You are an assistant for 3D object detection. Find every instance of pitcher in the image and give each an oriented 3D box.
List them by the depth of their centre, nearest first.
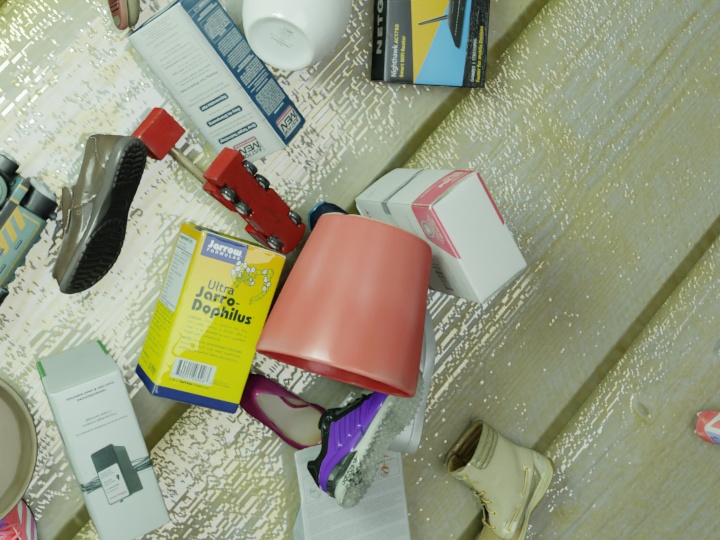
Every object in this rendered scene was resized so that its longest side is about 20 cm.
[{"bbox_3d":[-0.084,-0.342,1.112,0.171,0.121,0.200,26,57,-11],"label":"pitcher"}]

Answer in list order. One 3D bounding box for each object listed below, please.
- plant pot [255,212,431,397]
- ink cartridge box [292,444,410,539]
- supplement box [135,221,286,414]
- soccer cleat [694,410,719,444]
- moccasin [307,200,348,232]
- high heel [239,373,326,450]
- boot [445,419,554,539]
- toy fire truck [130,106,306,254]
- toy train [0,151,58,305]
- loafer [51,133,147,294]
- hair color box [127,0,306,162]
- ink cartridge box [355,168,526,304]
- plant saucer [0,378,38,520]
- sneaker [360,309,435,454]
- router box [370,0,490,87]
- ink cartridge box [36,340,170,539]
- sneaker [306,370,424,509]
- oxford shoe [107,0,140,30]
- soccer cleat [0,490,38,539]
[{"bbox_3d":[-0.005,0.039,1.124,0.200,0.200,0.178,22,78,-25],"label":"plant pot"},{"bbox_3d":[-0.017,0.317,1.305,0.162,0.050,0.201,-12,100,-27],"label":"ink cartridge box"},{"bbox_3d":[-0.183,0.055,1.155,0.109,0.109,0.201,17,92,-25],"label":"supplement box"},{"bbox_3d":[0.642,0.260,1.569,0.199,0.076,0.067,4,97,-24],"label":"soccer cleat"},{"bbox_3d":[0.000,0.000,1.248,0.080,0.068,0.200,-47,113,-10],"label":"moccasin"},{"bbox_3d":[-0.079,0.194,1.232,0.200,0.096,0.067,44,81,-23],"label":"high heel"},{"bbox_3d":[0.178,0.331,1.381,0.155,0.073,0.200,33,84,-25],"label":"boot"},{"bbox_3d":[-0.166,-0.104,1.136,0.049,0.141,0.200,-54,130,-15],"label":"toy fire truck"},{"bbox_3d":[-0.423,-0.031,1.057,0.114,0.085,0.200,37,81,-37],"label":"toy train"},{"bbox_3d":[-0.312,-0.069,1.111,0.200,0.071,0.073,-66,160,6],"label":"loafer"},{"bbox_3d":[-0.165,-0.222,1.115,0.200,0.100,0.061,53,43,-22],"label":"hair color box"},{"bbox_3d":[0.097,-0.050,1.211,0.083,0.200,0.147,-38,112,-17],"label":"ink cartridge box"},{"bbox_3d":[-0.469,0.204,1.080,0.199,0.029,0.201,1,87,-17],"label":"plant saucer"},{"bbox_3d":[0.048,0.139,1.278,0.084,0.073,0.201,12,75,-14],"label":"sneaker"},{"bbox_3d":[0.093,-0.341,1.239,0.149,0.051,0.201,-2,100,-22],"label":"router box"},{"bbox_3d":[-0.300,0.200,1.110,0.083,0.147,0.201,-20,107,-20],"label":"ink cartridge box"},{"bbox_3d":[-0.003,0.192,1.216,0.200,0.099,0.070,-57,144,-8],"label":"sneaker"},{"bbox_3d":[-0.249,-0.372,1.077,0.075,0.070,0.201,-2,101,-29],"label":"oxford shoe"},{"bbox_3d":[-0.407,0.343,1.127,0.068,0.073,0.201,-19,105,-18],"label":"soccer cleat"}]
